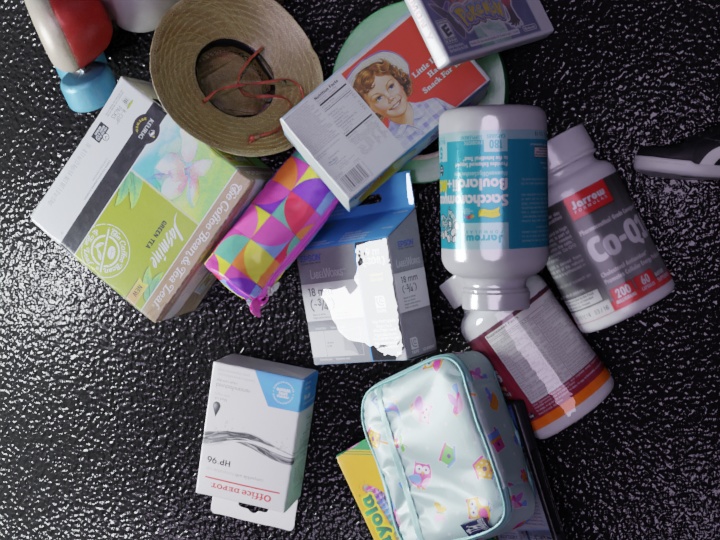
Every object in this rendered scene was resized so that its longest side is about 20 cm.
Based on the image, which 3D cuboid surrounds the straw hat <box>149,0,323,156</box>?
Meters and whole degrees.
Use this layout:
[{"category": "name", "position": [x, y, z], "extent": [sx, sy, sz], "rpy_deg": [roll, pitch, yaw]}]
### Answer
[{"category": "straw hat", "position": [-0.145, -0.210, 1.241], "extent": [0.199, 0.085, 0.203], "rpy_deg": [3, 80, -17]}]

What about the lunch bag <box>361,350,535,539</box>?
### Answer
[{"category": "lunch bag", "position": [0.088, 0.199, 1.168], "extent": [0.160, 0.077, 0.202], "rpy_deg": [-26, 72, 32]}]

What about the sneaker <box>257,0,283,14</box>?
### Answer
[{"category": "sneaker", "position": [-0.112, -0.372, 1.257], "extent": [0.108, 0.070, 0.200], "rpy_deg": [42, 105, 5]}]

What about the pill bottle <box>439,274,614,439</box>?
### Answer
[{"category": "pill bottle", "position": [0.179, 0.073, 1.205], "extent": [0.109, 0.110, 0.201], "rpy_deg": [-36, 86, 13]}]

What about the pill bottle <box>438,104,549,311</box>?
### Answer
[{"category": "pill bottle", "position": [0.135, -0.062, 1.109], "extent": [0.110, 0.111, 0.202], "rpy_deg": [-1, 93, 13]}]

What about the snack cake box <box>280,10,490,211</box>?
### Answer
[{"category": "snack cake box", "position": [0.026, -0.174, 1.167], "extent": [0.200, 0.067, 0.115], "rpy_deg": [-40, 84, -5]}]

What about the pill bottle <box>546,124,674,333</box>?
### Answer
[{"category": "pill bottle", "position": [0.242, -0.046, 1.179], "extent": [0.113, 0.114, 0.201], "rpy_deg": [-28, 88, 13]}]

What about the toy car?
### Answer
[{"category": "toy car", "position": [-0.279, -0.316, 1.250], "extent": [0.198, 0.177, 0.186], "rpy_deg": [-23, 126, -8]}]

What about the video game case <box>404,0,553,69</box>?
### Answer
[{"category": "video game case", "position": [0.107, -0.314, 1.157], "extent": [0.023, 0.199, 0.184], "rpy_deg": [-28, 88, 46]}]

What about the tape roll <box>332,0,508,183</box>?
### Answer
[{"category": "tape roll", "position": [0.067, -0.200, 1.241], "extent": [0.198, 0.048, 0.203], "rpy_deg": [1, 94, 13]}]

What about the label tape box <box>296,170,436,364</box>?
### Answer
[{"category": "label tape box", "position": [0.000, 0.000, 1.234], "extent": [0.143, 0.063, 0.202], "rpy_deg": [-7, 93, 42]}]

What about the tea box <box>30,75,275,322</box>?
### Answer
[{"category": "tea box", "position": [-0.231, -0.082, 1.273], "extent": [0.196, 0.134, 0.201], "rpy_deg": [37, 101, 6]}]

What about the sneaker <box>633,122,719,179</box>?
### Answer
[{"category": "sneaker", "position": [0.391, -0.152, 1.165], "extent": [0.198, 0.073, 0.113], "rpy_deg": [3, 92, 4]}]

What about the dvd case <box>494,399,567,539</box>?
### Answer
[{"category": "dvd case", "position": [0.163, 0.244, 1.220], "extent": [0.017, 0.142, 0.202], "rpy_deg": [-17, 90, -30]}]

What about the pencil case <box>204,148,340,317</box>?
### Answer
[{"category": "pencil case", "position": [-0.085, -0.050, 1.221], "extent": [0.088, 0.088, 0.201], "rpy_deg": [34, 82, 8]}]

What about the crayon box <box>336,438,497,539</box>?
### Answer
[{"category": "crayon box", "position": [0.070, 0.274, 1.251], "extent": [0.118, 0.058, 0.201], "rpy_deg": [-31, 75, 14]}]

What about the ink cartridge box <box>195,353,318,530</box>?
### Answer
[{"category": "ink cartridge box", "position": [-0.125, 0.211, 1.306], "extent": [0.115, 0.068, 0.202], "rpy_deg": [10, 97, 12]}]
